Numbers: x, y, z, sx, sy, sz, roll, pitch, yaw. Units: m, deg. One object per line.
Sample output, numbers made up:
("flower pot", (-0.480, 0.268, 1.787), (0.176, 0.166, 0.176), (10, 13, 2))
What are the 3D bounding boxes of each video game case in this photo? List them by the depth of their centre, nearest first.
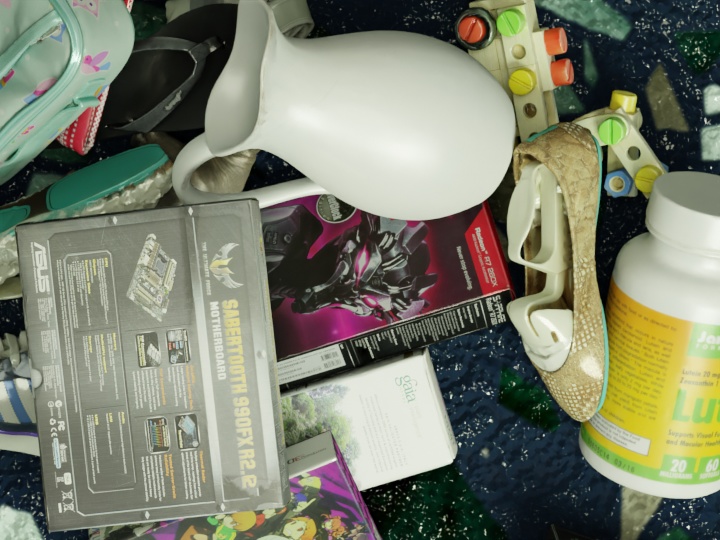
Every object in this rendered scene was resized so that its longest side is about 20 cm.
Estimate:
("video game case", (-0.068, 0.220, 1.398), (0.180, 0.036, 0.201), (-21, 125, 3))

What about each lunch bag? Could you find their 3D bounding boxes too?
("lunch bag", (-0.246, -0.148, 1.325), (0.200, 0.077, 0.161), (-39, 74, 33))

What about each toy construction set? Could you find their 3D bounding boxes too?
("toy construction set", (0.141, -0.143, 1.398), (0.130, 0.092, 0.202), (-8, 86, 23))

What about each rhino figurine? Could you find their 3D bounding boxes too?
("rhino figurine", (-0.130, -0.070, 1.425), (0.199, 0.060, 0.088), (-38, 88, 1))

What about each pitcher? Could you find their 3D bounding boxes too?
("pitcher", (-0.013, -0.087, 1.337), (0.198, 0.122, 0.172), (11, 137, -28))

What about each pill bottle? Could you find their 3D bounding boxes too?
("pill bottle", (0.218, 0.041, 1.367), (0.110, 0.111, 0.202), (9, 113, 1))

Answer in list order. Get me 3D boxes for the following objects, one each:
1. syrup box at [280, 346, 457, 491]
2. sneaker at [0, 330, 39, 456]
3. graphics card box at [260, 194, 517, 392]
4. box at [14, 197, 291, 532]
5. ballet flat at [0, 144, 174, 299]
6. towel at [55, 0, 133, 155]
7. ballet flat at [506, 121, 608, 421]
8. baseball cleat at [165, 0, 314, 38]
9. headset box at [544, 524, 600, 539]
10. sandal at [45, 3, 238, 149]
("syrup box", (-0.037, 0.118, 1.421), (0.198, 0.081, 0.080), (-17, 95, 2))
("sneaker", (-0.222, 0.051, 1.404), (0.198, 0.081, 0.148), (17, 113, -9))
("graphics card box", (0.000, 0.000, 1.403), (0.198, 0.051, 0.126), (-17, 60, 3))
("box", (-0.133, 0.060, 1.307), (0.157, 0.048, 0.202), (-7, 91, 4))
("ballet flat", (-0.210, -0.024, 1.376), (0.198, 0.072, 0.072), (-20, 92, 6))
("towel", (-0.238, -0.184, 1.377), (0.199, 0.022, 0.146), (31, 114, 30))
("ballet flat", (0.125, 0.003, 1.347), (0.065, 0.070, 0.202), (-7, 95, -34))
("baseball cleat", (-0.067, -0.216, 1.401), (0.106, 0.070, 0.202), (22, 93, 16))
("headset box", (0.188, 0.293, 1.418), (0.198, 0.093, 0.176), (18, 94, 1))
("sandal", (-0.148, -0.124, 1.366), (0.198, 0.043, 0.077), (-18, 88, 20))
